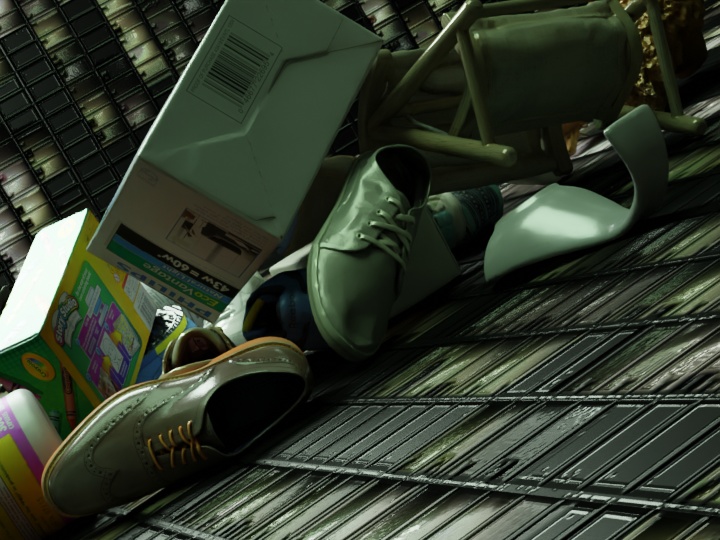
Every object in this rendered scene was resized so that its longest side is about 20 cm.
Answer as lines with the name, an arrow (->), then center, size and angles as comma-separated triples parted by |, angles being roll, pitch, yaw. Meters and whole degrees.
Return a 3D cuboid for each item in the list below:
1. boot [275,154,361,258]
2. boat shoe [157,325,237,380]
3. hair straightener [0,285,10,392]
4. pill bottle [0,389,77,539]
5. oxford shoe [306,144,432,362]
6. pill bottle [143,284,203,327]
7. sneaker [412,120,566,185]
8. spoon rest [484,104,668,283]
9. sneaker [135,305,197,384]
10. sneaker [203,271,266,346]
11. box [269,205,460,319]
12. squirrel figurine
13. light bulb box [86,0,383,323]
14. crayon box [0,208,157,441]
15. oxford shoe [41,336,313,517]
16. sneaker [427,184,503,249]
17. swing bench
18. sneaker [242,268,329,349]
boot -> -0.054, -0.037, 1.548 | 0.096, 0.075, 0.200 | 6, -42, -20
boat shoe -> -0.113, 0.075, 1.277 | 0.073, 0.070, 0.200 | -19, 9, -1
hair straightener -> -0.338, 0.092, 1.649 | 0.077, 0.201, 0.041 | -32, 6, 6
pill bottle -> -0.299, 0.177, 1.230 | 0.199, 0.105, 0.104 | -32, 6, -10
oxford shoe -> 0.010, -0.021, 1.238 | 0.058, 0.075, 0.201 | -28, 32, 38
pill bottle -> -0.216, 0.060, 1.723 | 0.200, 0.114, 0.113 | -35, 8, -40
sneaker -> 0.086, -0.110, 1.493 | 0.199, 0.076, 0.088 | 17, -13, -40
spoon rest -> 0.145, -0.038, 1.142 | 0.099, 0.061, 0.200 | -32, -7, -28
sneaker -> -0.216, 0.120, 1.528 | 0.200, 0.079, 0.066 | -39, 33, -18
sneaker -> -0.116, 0.046, 1.539 | 0.075, 0.081, 0.200 | -27, 8, 13
box -> 0.000, 0.000, 1.401 | 0.082, 0.069, 0.200 | -32, 7, -18
squirrel figurine -> 0.233, -0.202, 1.631 | 0.186, 0.142, 0.200 | -38, 5, -9
light bulb box -> -0.101, -0.094, 1.339 | 0.199, 0.124, 0.200 | -64, 9, -27
crayon box -> -0.240, 0.052, 1.448 | 0.058, 0.119, 0.200 | -23, 28, 18
oxford shoe -> -0.123, 0.106, 1.141 | 0.199, 0.072, 0.073 | -31, 11, -4
sneaker -> 0.066, -0.045, 1.516 | 0.086, 0.078, 0.200 | -18, 8, -18
swing bench -> 0.124, -0.138, 1.345 | 0.198, 0.131, 0.200 | -12, -1, -30
sneaker -> -0.066, 0.032, 1.330 | 0.078, 0.066, 0.200 | -3, -4, -22
